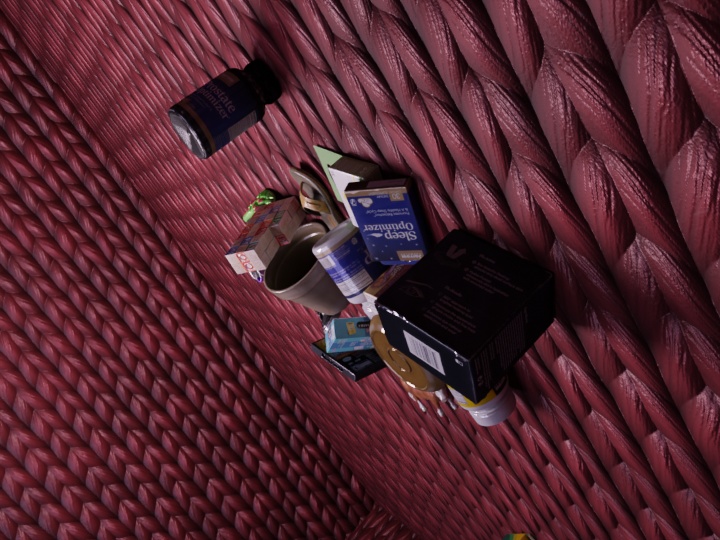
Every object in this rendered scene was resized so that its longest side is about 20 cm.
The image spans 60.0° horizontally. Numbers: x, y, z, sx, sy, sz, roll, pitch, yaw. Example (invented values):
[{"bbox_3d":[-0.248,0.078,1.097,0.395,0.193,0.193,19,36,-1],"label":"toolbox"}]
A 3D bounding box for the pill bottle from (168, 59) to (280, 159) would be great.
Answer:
[{"bbox_3d":[-0.252,-0.310,1.182,0.112,0.200,0.112,40,159,20],"label":"pill bottle"}]

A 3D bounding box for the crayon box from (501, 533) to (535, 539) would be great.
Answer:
[{"bbox_3d":[0.509,0.864,1.896,0.127,0.051,0.200,45,159,13],"label":"crayon box"}]

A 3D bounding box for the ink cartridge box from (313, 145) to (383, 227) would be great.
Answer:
[{"bbox_3d":[-0.022,-0.154,1.205,0.199,0.048,0.146,25,149,44],"label":"ink cartridge box"}]

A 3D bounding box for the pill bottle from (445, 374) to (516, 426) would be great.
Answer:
[{"bbox_3d":[0.220,0.201,1.230,0.201,0.114,0.114,56,159,-18],"label":"pill bottle"}]

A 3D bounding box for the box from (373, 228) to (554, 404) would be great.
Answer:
[{"bbox_3d":[0.165,0.064,0.978,0.196,0.200,0.118,31,153,40],"label":"box"}]

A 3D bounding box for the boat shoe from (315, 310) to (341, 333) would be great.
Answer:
[{"bbox_3d":[-0.088,0.094,1.617,0.066,0.201,0.070,25,119,-10],"label":"boat shoe"}]

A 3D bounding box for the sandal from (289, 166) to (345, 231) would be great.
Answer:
[{"bbox_3d":[-0.095,-0.140,1.368,0.201,0.054,0.080,56,159,-18],"label":"sandal"}]

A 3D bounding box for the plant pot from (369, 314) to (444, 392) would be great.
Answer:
[{"bbox_3d":[0.085,0.174,1.256,0.200,0.027,0.201,42,158,20],"label":"plant pot"}]

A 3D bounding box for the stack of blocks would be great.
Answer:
[{"bbox_3d":[-0.221,-0.085,1.475,0.114,0.201,0.059,-10,126,29],"label":"stack of blocks"}]

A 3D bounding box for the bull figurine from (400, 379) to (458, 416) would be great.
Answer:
[{"bbox_3d":[0.176,0.303,1.570,0.199,0.065,0.122,11,134,61],"label":"bull figurine"}]

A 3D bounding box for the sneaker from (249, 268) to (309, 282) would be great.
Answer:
[{"bbox_3d":[-0.208,0.002,1.581,0.199,0.115,0.073,33,146,-14],"label":"sneaker"}]

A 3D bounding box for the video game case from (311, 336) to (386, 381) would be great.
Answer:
[{"bbox_3d":[0.009,0.190,1.538,0.180,0.199,0.026,27,128,46],"label":"video game case"}]

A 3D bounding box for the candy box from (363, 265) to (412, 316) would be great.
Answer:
[{"bbox_3d":[0.097,0.087,1.283,0.056,0.117,0.201,22,146,49],"label":"candy box"}]

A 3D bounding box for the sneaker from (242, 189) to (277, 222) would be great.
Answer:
[{"bbox_3d":[-0.248,-0.158,1.658,0.083,0.077,0.200,31,165,-18],"label":"sneaker"}]

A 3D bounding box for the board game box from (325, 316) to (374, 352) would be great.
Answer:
[{"bbox_3d":[0.027,0.144,1.431,0.151,0.198,0.047,119,145,-68],"label":"board game box"}]

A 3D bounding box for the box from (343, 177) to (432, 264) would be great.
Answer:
[{"bbox_3d":[0.059,-0.075,1.126,0.120,0.033,0.201,-1,135,27],"label":"box"}]

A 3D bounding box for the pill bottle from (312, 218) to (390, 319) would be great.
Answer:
[{"bbox_3d":[0.000,0.000,1.325,0.201,0.120,0.119,54,159,-13],"label":"pill bottle"}]

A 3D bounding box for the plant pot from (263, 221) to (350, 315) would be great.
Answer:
[{"bbox_3d":[-0.105,0.015,1.507,0.173,0.201,0.199,44,166,-35],"label":"plant pot"}]
